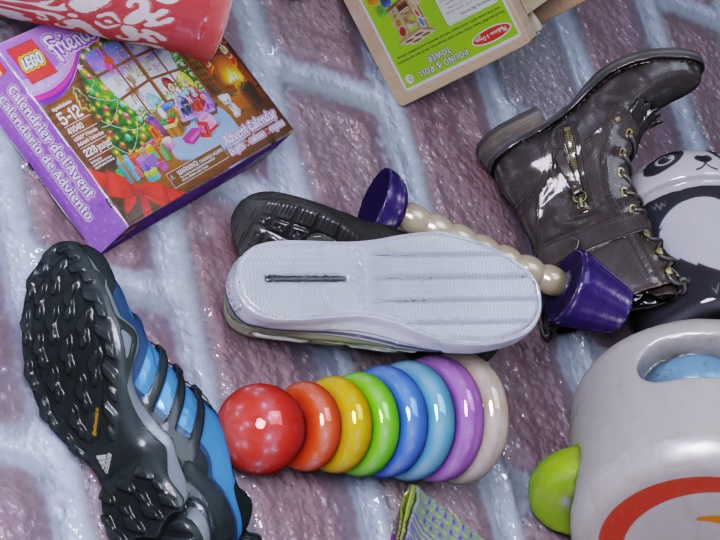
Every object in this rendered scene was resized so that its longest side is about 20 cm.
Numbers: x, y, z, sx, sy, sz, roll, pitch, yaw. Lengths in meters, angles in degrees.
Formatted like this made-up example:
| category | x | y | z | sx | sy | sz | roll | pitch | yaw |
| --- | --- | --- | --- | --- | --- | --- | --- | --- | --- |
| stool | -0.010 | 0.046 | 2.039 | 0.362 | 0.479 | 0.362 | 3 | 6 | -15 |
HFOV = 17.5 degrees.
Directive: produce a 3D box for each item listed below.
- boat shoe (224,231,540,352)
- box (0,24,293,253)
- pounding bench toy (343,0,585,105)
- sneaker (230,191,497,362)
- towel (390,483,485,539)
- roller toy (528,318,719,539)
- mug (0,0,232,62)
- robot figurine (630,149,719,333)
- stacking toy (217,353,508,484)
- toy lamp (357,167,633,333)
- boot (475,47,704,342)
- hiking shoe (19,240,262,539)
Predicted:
| category | x | y | z | sx | sy | sz | roll | pitch | yaw |
| --- | --- | --- | --- | --- | --- | --- | --- | --- | --- |
| boat shoe | 0.011 | 0.015 | 1.446 | 0.198 | 0.062 | 0.073 | 6 | 74 | -14 |
| box | -0.142 | -0.104 | 1.474 | 0.137 | 0.039 | 0.200 | 52 | 36 | 1 |
| pounding bench toy | 0.108 | -0.234 | 1.707 | 0.125 | 0.199 | 0.156 | 61 | 36 | -6 |
| sneaker | 0.000 | 0.000 | 1.526 | 0.199 | 0.076 | 0.091 | 28 | 21 | -23 |
| towel | 0.066 | 0.236 | 1.429 | 0.143 | 0.023 | 0.201 | 37 | 39 | -19 |
| roller toy | 0.231 | 0.130 | 1.563 | 0.199 | 0.182 | 0.140 | 32 | 39 | -24 |
| mug | -0.185 | -0.198 | 1.420 | 0.198 | 0.178 | 0.135 | 6 | 70 | -15 |
| robot figurine | 0.258 | 0.004 | 1.748 | 0.150 | 0.124 | 0.201 | 32 | 39 | -44 |
| stacking toy | -0.005 | 0.091 | 1.432 | 0.199 | 0.085 | 0.086 | 2 | 58 | -41 |
| toy lamp | 0.096 | -0.009 | 1.608 | 0.199 | 0.058 | 0.059 | 22 | 44 | -17 |
| boot | 0.192 | -0.053 | 1.702 | 0.175 | 0.199 | 0.069 | 64 | 4 | 25 |
| hiking shoe | -0.128 | 0.077 | 1.320 | 0.087 | 0.074 | 0.201 | -14 | 80 | -60 |
